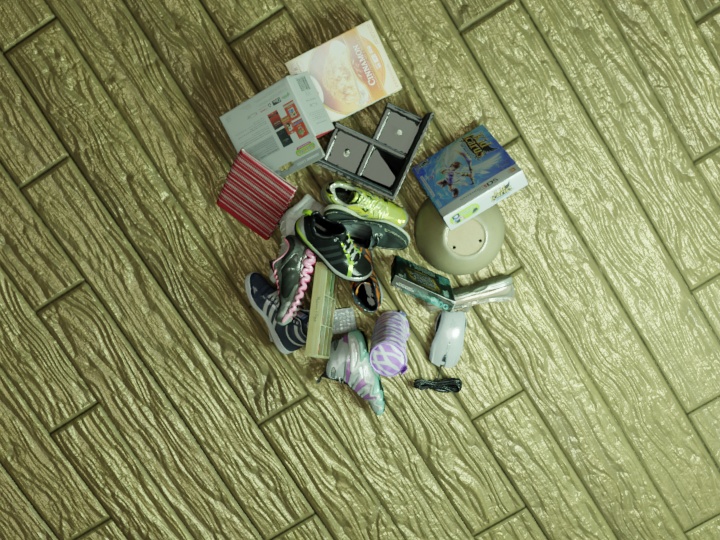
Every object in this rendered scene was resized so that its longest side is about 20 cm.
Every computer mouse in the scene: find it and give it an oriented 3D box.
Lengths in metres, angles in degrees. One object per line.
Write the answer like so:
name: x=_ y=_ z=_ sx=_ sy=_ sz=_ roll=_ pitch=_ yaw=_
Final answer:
computer mouse: x=0.190 y=0.182 z=1.665 sx=0.110 sy=0.044 sz=0.200 roll=10 pitch=99 yaw=1

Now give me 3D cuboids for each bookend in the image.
bookend: x=0.025 y=-0.280 z=1.570 sx=0.199 sy=0.092 sz=0.200 roll=25 pitch=98 yaw=-2

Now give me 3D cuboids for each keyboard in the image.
keyboard: x=-0.111 y=0.123 z=1.681 sx=0.200 sy=0.011 sz=0.056 roll=-8 pitch=99 yaw=3

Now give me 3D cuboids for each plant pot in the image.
plant pot: x=0.217 y=-0.080 z=1.577 sx=0.200 sy=0.134 sz=0.201 roll=0 pitch=99 yaw=1

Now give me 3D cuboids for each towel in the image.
towel: x=-0.223 y=-0.157 z=1.570 sx=0.145 sy=0.022 sz=0.200 roll=36 pitch=141 yaw=-3

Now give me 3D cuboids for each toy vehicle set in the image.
toy vehicle set: x=-0.081 y=0.088 z=1.592 sx=0.026 sy=0.124 sz=0.200 roll=5 pitch=84 yaw=10

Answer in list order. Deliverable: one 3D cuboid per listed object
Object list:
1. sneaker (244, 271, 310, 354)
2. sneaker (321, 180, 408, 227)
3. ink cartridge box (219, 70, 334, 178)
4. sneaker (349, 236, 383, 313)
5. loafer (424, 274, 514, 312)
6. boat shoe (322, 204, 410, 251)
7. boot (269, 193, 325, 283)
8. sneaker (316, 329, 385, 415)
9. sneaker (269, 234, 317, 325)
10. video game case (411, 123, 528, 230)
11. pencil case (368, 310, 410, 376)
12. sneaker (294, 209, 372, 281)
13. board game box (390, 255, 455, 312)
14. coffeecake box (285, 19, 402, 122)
sneaker: x=-0.168 y=0.081 z=1.616 sx=0.108 sy=0.070 sz=0.200 roll=-23 pitch=98 yaw=39
sneaker: x=0.008 y=-0.136 z=1.599 sx=0.200 sy=0.076 sz=0.076 roll=19 pitch=88 yaw=-3
ink cartridge box: x=-0.165 y=-0.287 z=1.539 sx=0.200 sy=0.084 sz=0.176 roll=-20 pitch=100 yaw=33
sneaker: x=0.000 y=0.000 z=1.606 sx=0.078 sy=0.112 sz=0.200 roll=-25 pitch=97 yaw=5
loafer: x=0.245 y=0.066 z=1.634 sx=0.200 sy=0.072 sz=0.063 roll=-17 pitch=102 yaw=1
boat shoe: x=0.012 y=-0.076 z=1.575 sx=0.199 sy=0.066 sz=0.075 roll=24 pitch=132 yaw=-16
boot: x=-0.152 y=-0.073 z=1.627 sx=0.096 sy=0.074 sz=0.200 roll=43 pitch=90 yaw=1
sneaker: x=-0.030 y=0.244 z=1.671 sx=0.140 sy=0.078 sz=0.200 roll=-18 pitch=89 yaw=6
sneaker: x=-0.152 y=0.015 z=1.556 sx=0.095 sy=0.079 sz=0.200 roll=18 pitch=77 yaw=1
video game case: x=0.220 y=-0.197 z=1.531 sx=0.181 sy=0.200 sz=0.045 roll=-31 pitch=132 yaw=5
pencil case: x=0.065 y=0.156 z=1.591 sx=0.085 sy=0.200 sz=0.084 roll=41 pitch=108 yaw=-6
sneaker: x=-0.048 y=-0.050 z=1.509 sx=0.200 sy=0.072 sz=0.083 roll=36 pitch=143 yaw=-17
board game box: x=0.129 y=0.025 z=1.562 sx=0.135 sy=0.200 sz=0.028 roll=25 pitch=103 yaw=-2
coffeecake box: x=-0.035 y=-0.409 z=1.561 sx=0.200 sy=0.073 sz=0.154 roll=-25 pitch=99 yaw=6
